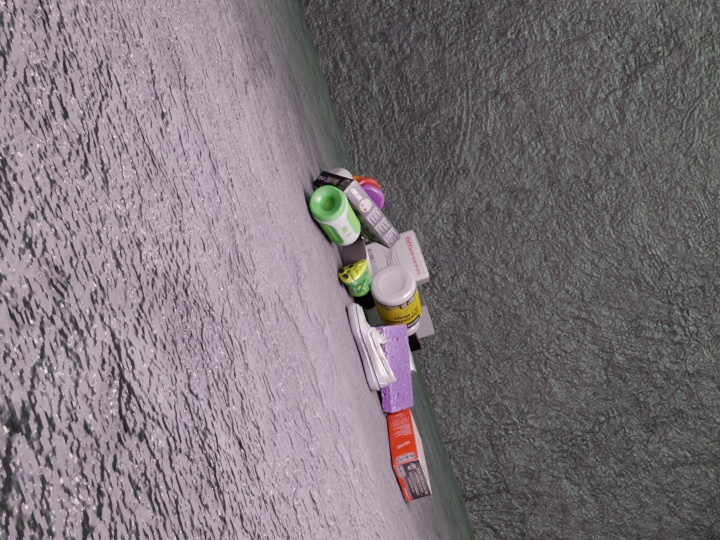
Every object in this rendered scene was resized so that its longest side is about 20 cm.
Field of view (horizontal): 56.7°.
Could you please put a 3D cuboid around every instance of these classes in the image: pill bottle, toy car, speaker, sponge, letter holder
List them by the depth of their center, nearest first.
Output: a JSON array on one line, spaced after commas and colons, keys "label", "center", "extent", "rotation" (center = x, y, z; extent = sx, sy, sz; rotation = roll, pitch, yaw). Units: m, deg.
[{"label": "speaker", "center": [-0.054, -0.119, 1.489], "extent": [0.200, 0.088, 0.089], "rotation": [56, 17, -72]}, {"label": "sponge", "center": [0.082, 0.230, 1.585], "extent": [0.112, 0.030, 0.200], "rotation": [0, 84, -58]}, {"label": "pill bottle", "center": [0.096, 0.085, 1.690], "extent": [0.200, 0.112, 0.113], "rotation": [70, 5, -54]}, {"label": "toy car", "center": [-0.009, -0.189, 1.835], "extent": [0.200, 0.150, 0.175], "rotation": [-101, 171, -55]}, {"label": "letter holder", "center": [0.127, 0.191, 2.264], "extent": [0.200, 0.100, 0.142], "rotation": [61, 10, -64]}]

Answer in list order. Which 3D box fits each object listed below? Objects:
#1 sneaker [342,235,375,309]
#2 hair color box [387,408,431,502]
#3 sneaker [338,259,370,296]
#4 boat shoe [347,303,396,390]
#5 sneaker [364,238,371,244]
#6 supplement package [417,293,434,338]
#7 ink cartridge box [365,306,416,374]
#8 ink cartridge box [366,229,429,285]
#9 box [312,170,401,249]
[{"label": "sneaker", "center": [-0.001, 0.001, 1.751], "extent": [0.108, 0.067, 0.202], "rotation": [-57, 132, -85]}, {"label": "hair color box", "center": [0.107, 0.410, 1.500], "extent": [0.200, 0.061, 0.102], "rotation": [-96, 167, -71]}, {"label": "sneaker", "center": [-0.004, 0.020, 1.596], "extent": [0.200, 0.074, 0.084], "rotation": [-41, 109, -85]}, {"label": "boat shoe", "center": [0.028, 0.163, 1.479], "extent": [0.074, 0.067, 0.200], "rotation": [45, 28, -79]}, {"label": "sneaker", "center": [0.001, -0.050, 2.024], "extent": [0.087, 0.074, 0.200], "rotation": [-162, -123, -80]}, {"label": "supplement package", "center": [0.260, 0.228, 3.228], "extent": [0.200, 0.150, 0.152], "rotation": [-86, 158, -76]}, {"label": "ink cartridge box", "center": [0.088, 0.201, 1.878], "extent": [0.146, 0.084, 0.200], "rotation": [53, 19, -74]}, {"label": "ink cartridge box", "center": [0.078, -0.010, 1.862], "extent": [0.083, 0.200, 0.147], "rotation": [49, 24, -77]}, {"label": "box", "center": [-0.009, -0.147, 1.611], "extent": [0.200, 0.049, 0.161], "rotation": [48, -10, -31]}]
